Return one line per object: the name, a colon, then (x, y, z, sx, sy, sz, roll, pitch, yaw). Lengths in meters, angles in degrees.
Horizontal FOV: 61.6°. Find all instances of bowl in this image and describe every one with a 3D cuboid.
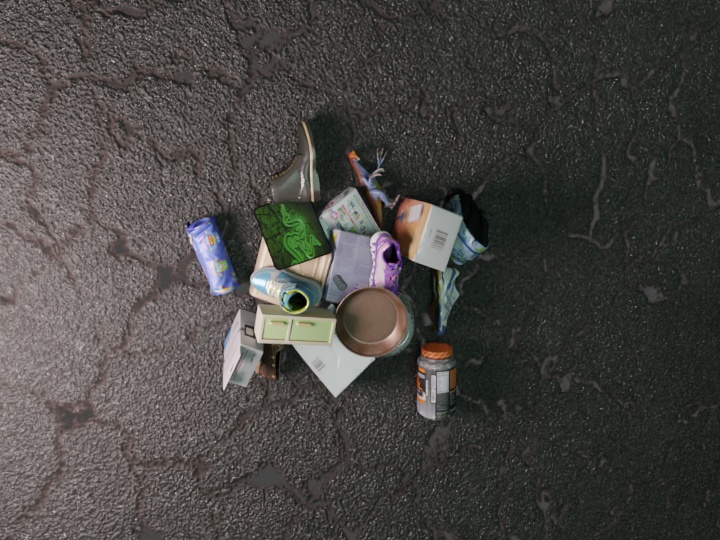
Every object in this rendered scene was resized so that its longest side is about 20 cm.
bowl: (0.084, 0.167, 1.736, 0.194, 0.094, 0.208, -4, 103, -18)

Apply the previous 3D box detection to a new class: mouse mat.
mouse mat: (-0.177, -0.105, 1.562, 0.156, 0.008, 0.204, -18, 64, -16)

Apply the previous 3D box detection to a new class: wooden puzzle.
wooden puzzle: (-0.183, 0.004, 1.598, 0.194, 0.046, 0.191, 20, 104, 6)

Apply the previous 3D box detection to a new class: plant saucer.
plant saucer: (0.027, 0.130, 1.587, 0.193, 0.037, 0.207, 0, 112, -1)

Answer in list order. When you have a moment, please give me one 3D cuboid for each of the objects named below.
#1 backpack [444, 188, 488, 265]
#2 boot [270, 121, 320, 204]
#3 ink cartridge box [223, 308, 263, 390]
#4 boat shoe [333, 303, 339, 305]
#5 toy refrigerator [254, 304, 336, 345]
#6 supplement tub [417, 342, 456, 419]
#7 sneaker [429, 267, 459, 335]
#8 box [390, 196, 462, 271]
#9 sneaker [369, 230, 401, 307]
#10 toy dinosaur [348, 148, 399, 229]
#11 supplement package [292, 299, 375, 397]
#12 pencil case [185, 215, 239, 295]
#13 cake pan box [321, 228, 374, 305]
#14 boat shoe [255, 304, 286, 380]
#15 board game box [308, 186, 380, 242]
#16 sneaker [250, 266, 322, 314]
backpack: (0.295, -0.112, 1.702, 0.153, 0.201, 0.163, -39, 113, 13)
boot: (-0.181, -0.276, 1.569, 0.133, 0.077, 0.208, -8, 95, -6)
ink cartridge box: (-0.299, 0.207, 1.535, 0.065, 0.202, 0.118, 20, 114, -22)
boat shoe: (0.000, 0.029, 1.689, 0.200, 0.071, 0.071, -42, 111, -8)
toy refrigerator: (-0.164, 0.140, 1.524, 0.194, 0.070, 0.078, 6, 109, -22)
supplement tub: (0.228, 0.327, 1.805, 0.118, 0.122, 0.208, -5, 102, -18)
sneaker: (0.258, 0.091, 1.794, 0.085, 0.075, 0.208, -2, 102, -19)
box: (0.171, -0.103, 1.656, 0.103, 0.199, 0.157, 16, 96, -22)
sneaker: (0.073, 0.003, 1.581, 0.078, 0.088, 0.208, -10, 103, -28)
toy dinosaur: (0.023, -0.234, 1.643, 0.178, 0.105, 0.204, 31, 103, -2)
supplement package: (-0.084, 0.210, 1.664, 0.155, 0.111, 0.202, -40, 104, -8)
pencil case: (-0.377, -0.036, 1.536, 0.086, 0.076, 0.206, -33, 112, -42)
cake pan box: (0.000, 0.000, 1.619, 0.194, 0.052, 0.191, 10, 94, -28)
boat shoe: (-0.228, 0.196, 1.631, 0.068, 0.070, 0.207, 18, 106, 18)
board game box: (-0.060, -0.107, 1.647, 0.198, 0.064, 0.150, -37, 111, -8)
sneaker: (-0.201, 0.049, 1.519, 0.193, 0.131, 0.082, 12, 105, 9)
